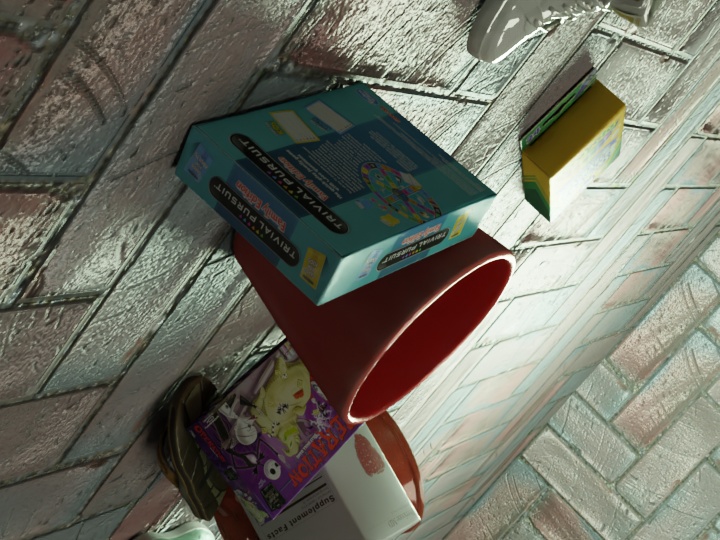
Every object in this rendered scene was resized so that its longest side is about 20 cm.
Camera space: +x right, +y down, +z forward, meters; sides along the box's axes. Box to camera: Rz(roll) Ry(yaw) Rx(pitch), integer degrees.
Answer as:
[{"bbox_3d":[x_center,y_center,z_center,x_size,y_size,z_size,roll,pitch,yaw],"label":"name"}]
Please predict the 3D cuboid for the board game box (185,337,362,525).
[{"bbox_3d":[-0.073,0.146,1.326,0.032,0.120,0.200,-27,-169,42],"label":"board game box"}]

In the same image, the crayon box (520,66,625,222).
[{"bbox_3d":[0.252,-0.144,1.583,0.126,0.052,0.200,-44,162,-5],"label":"crayon box"}]

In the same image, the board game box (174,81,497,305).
[{"bbox_3d":[-0.014,-0.064,0.989,0.200,0.151,0.047,-23,149,-49],"label":"board game box"}]

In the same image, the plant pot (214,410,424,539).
[{"bbox_3d":[-0.061,0.266,1.589,0.195,0.201,0.201,-25,155,-31],"label":"plant pot"}]

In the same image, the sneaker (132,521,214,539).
[{"bbox_3d":[-0.202,0.367,1.587,0.074,0.118,0.200,-49,163,7],"label":"sneaker"}]

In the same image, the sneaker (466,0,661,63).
[{"bbox_3d":[0.189,-0.233,1.137,0.200,0.116,0.074,-49,164,17],"label":"sneaker"}]

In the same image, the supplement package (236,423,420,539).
[{"bbox_3d":[-0.052,0.220,1.425,0.120,0.200,0.121,-35,169,26],"label":"supplement package"}]

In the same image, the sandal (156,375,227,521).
[{"bbox_3d":[-0.171,0.179,1.333,0.200,0.054,0.082,85,28,-52],"label":"sandal"}]

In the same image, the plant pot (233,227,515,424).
[{"bbox_3d":[0.000,0.000,1.124,0.200,0.177,0.201,-40,162,-16],"label":"plant pot"}]
